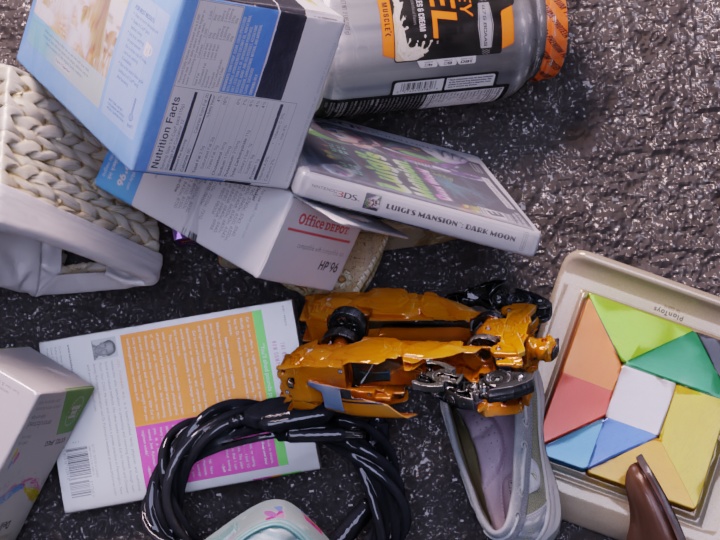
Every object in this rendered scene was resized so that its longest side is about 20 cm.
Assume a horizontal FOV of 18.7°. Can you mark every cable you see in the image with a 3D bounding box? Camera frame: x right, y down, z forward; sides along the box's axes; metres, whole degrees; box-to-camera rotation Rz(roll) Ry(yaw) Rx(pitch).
[{"bbox_3d":[-0.065,0.175,1.643,0.199,0.051,0.164,-12,106,0],"label":"cable"}]

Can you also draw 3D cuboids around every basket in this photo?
[{"bbox_3d":[-0.251,-0.064,1.618,0.135,0.200,0.124,-5,75,31],"label":"basket"}]

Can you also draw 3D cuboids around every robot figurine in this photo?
[{"bbox_3d":[0.047,0.060,1.595,0.199,0.145,0.058,2,125,14],"label":"robot figurine"}]

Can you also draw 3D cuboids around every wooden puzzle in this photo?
[{"bbox_3d":[0.213,0.104,1.665,0.184,0.037,0.201,19,83,5],"label":"wooden puzzle"}]

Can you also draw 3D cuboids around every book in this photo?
[{"bbox_3d":[-0.138,0.105,1.677,0.199,0.048,0.134,-9,85,2],"label":"book"}]

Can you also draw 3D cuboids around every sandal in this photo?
[{"bbox_3d":[0.000,-0.002,1.670,0.211,0.078,0.070,-11,75,-4],"label":"sandal"}]

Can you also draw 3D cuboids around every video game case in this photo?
[{"bbox_3d":[0.024,-0.071,1.599,0.181,0.200,0.023,14,106,-15],"label":"video game case"}]

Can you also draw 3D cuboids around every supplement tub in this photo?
[{"bbox_3d":[0.049,-0.184,1.660,0.199,0.123,0.123,-8,81,-17],"label":"supplement tub"}]

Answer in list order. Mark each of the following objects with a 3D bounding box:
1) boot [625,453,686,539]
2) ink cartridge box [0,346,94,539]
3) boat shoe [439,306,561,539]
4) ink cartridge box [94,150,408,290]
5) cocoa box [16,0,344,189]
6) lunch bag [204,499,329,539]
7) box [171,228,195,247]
[{"bbox_3d":[0.150,0.249,1.617,0.199,0.064,0.187,-17,99,3],"label":"boot"},{"bbox_3d":[-0.286,0.160,1.619,0.067,0.117,0.201,30,97,12],"label":"ink cartridge box"},{"bbox_3d":[0.096,0.112,1.633,0.074,0.065,0.203,-22,64,23],"label":"boat shoe"},{"bbox_3d":[-0.078,-0.043,1.580,0.200,0.116,0.068,29,99,27],"label":"ink cartridge box"},{"bbox_3d":[-0.129,-0.159,1.507,0.131,0.200,0.134,4,114,-36],"label":"cocoa box"},{"bbox_3d":[-0.090,0.274,1.602,0.200,0.077,0.161,-39,105,4],"label":"lunch bag"},{"bbox_3d":[-0.095,-0.129,1.712,0.136,0.039,0.201,-11,81,0],"label":"box"}]
